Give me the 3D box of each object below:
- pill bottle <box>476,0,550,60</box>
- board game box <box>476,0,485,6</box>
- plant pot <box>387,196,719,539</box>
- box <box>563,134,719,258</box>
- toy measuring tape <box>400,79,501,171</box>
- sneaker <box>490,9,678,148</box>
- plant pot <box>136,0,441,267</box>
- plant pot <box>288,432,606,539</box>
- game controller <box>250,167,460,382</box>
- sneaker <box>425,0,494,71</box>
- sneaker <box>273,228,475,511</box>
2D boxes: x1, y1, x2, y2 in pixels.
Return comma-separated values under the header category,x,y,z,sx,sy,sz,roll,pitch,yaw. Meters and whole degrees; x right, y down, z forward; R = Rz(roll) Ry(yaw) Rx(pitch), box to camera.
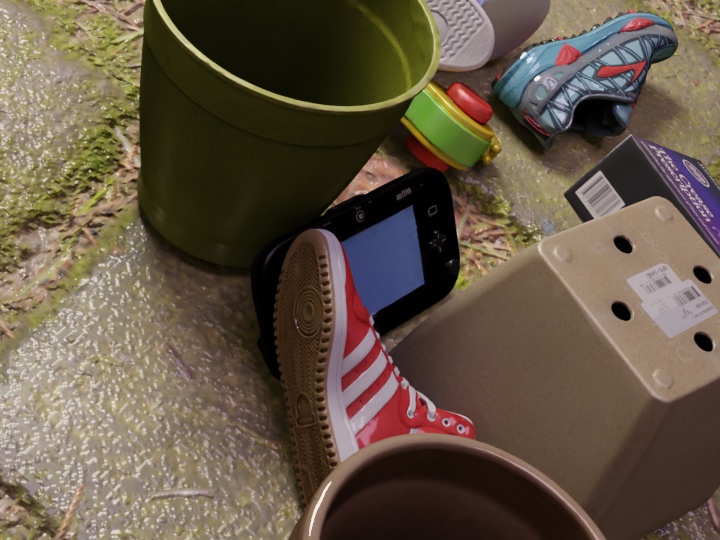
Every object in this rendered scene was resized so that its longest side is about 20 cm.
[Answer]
category,x,y,z,sx,sy,sz,roll,pitch,yaw
pill bottle,0.077,-0.285,1.387,0.114,0.114,0.200,-11,59,-34
board game box,0.024,-0.280,1.323,0.039,0.158,0.200,3,47,-57
plant pot,0.165,0.065,1.089,0.200,0.177,0.200,-20,63,-37
box,0.267,0.001,1.232,0.141,0.079,0.200,12,41,-57
toy measuring tape,0.045,-0.127,1.239,0.200,0.074,0.074,27,39,-40
sneaker,0.208,-0.158,1.385,0.200,0.079,0.096,-23,75,-30
plant pot,-0.072,-0.111,1.100,0.200,0.193,0.201,14,45,-14
plant pot,0.031,0.220,0.889,0.200,0.175,0.200,14,47,-16
game controller,0.000,0.000,1.120,0.042,0.104,0.200,20,35,37
sneaker,0.012,-0.215,1.290,0.200,0.118,0.074,23,90,-2
sneaker,0.011,0.071,1.046,0.112,0.071,0.200,-4,87,-33
